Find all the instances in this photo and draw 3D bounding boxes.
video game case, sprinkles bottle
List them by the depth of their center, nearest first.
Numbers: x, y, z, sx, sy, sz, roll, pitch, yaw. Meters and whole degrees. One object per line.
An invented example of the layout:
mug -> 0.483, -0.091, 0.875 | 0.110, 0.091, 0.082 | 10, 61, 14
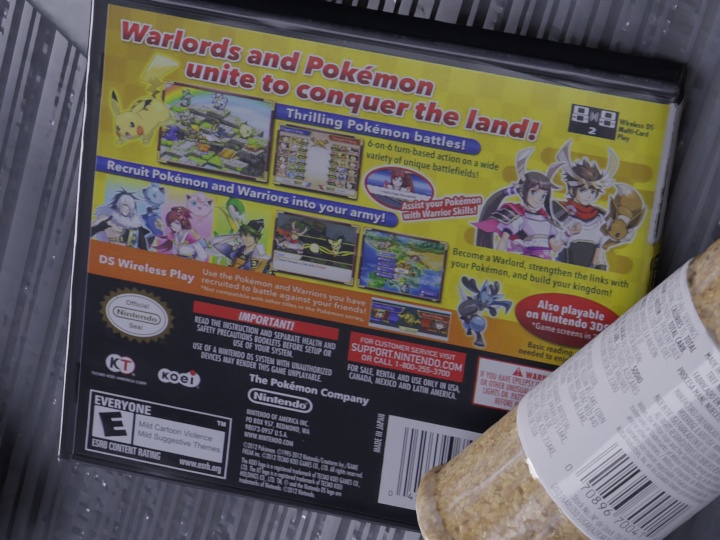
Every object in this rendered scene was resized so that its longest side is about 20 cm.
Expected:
sprinkles bottle -> 0.107, 0.036, 0.936 | 0.200, 0.068, 0.068 | -41, 86, 25
video game case -> 0.000, 0.000, 0.997 | 0.199, 0.026, 0.182 | 11, 115, 8

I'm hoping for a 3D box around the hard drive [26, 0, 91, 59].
hard drive -> -0.118, -0.169, 1.009 | 0.200, 0.033, 0.140 | 44, 139, 8
